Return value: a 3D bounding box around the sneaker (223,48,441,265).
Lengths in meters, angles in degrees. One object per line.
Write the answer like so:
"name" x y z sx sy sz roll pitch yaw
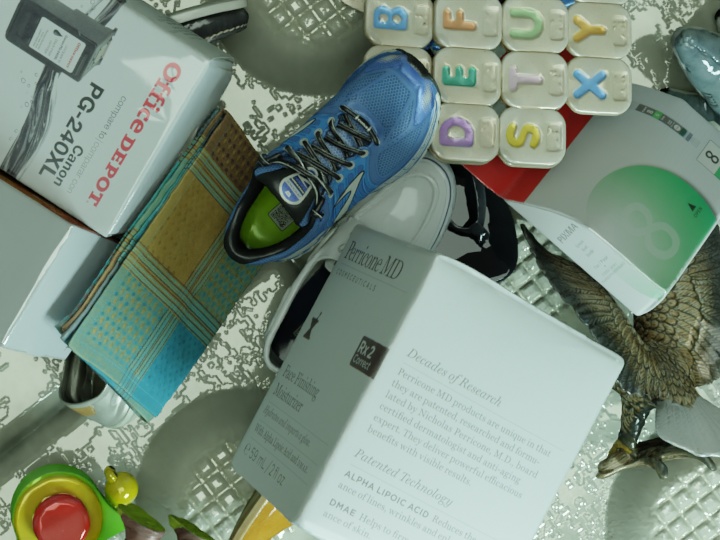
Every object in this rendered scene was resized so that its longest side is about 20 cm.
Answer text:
"sneaker" -0.022 -0.068 1.325 0.079 0.089 0.200 44 115 3

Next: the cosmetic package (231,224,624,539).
"cosmetic package" 0.043 0.099 1.327 0.164 0.165 0.201 28 88 -22

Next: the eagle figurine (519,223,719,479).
"eagle figurine" 0.204 0.050 1.431 0.150 0.152 0.202 -5 99 15

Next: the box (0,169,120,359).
"box" -0.281 -0.032 1.352 0.199 0.124 0.098 32 90 13

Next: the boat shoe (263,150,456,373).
"boat shoe" 0.000 0.000 1.418 0.073 0.065 0.201 35 102 1

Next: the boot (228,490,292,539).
"boot" 0.005 0.172 1.446 0.144 0.071 0.202 38 85 -6

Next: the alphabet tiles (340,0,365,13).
"alphabet tiles" 0.016 -0.297 1.446 0.194 0.015 0.201 22 91 -6

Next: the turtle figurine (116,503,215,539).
"turtle figurine" -0.181 0.254 1.408 0.199 0.064 0.162 22 98 -28

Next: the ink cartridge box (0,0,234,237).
"ink cartridge box" -0.209 -0.136 1.339 0.199 0.083 0.146 32 97 4

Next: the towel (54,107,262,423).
"towel" -0.128 -0.001 1.382 0.022 0.147 0.201 25 73 31

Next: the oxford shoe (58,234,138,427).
"oxford shoe" -0.182 0.017 1.415 0.057 0.075 0.202 5 97 -42

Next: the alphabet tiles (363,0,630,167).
"alphabet tiles" 0.099 -0.175 1.368 0.194 0.015 0.202 3 83 -9

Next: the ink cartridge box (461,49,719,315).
"ink cartridge box" 0.174 -0.087 1.407 0.200 0.050 0.161 42 54 -1

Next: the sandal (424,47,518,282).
"sandal" 0.056 -0.077 1.448 0.076 0.043 0.201 -27 95 -3

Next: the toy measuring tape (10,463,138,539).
"toy measuring tape" -0.257 0.197 1.420 0.199 0.074 0.074 -29 96 -8

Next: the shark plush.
"shark plush" 0.304 -0.110 1.448 0.091 0.083 0.200 -41 96 -2

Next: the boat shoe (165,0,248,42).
"boat shoe" -0.169 -0.144 1.410 0.199 0.074 0.061 -21 95 -1

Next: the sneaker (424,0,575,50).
"sneaker" 0.103 -0.217 1.427 0.198 0.071 0.083 -22 94 -16
